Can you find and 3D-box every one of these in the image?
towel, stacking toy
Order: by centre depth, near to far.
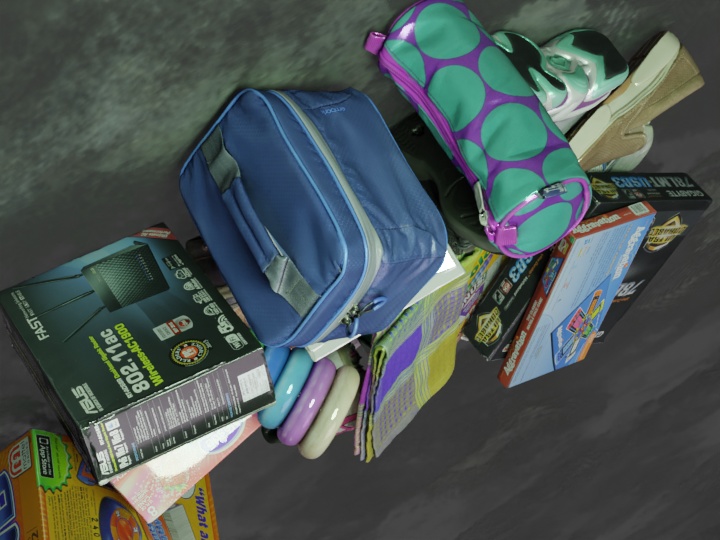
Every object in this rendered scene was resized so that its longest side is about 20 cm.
[{"bbox_3d":[-0.105,0.077,1.572,0.085,0.200,0.085,-61,-174,10],"label":"stacking toy"},{"bbox_3d":[0.049,0.074,1.664,0.144,0.023,0.200,-43,158,-31],"label":"towel"}]

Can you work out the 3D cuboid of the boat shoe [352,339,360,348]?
[{"bbox_3d":[-0.049,0.059,1.780,0.069,0.071,0.200,-16,155,-35],"label":"boat shoe"}]

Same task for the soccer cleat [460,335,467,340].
[{"bbox_3d":[0.087,0.037,1.887,0.200,0.085,0.069,-15,153,-35],"label":"soccer cleat"}]

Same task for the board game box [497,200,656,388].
[{"bbox_3d":[0.198,0.024,1.745,0.103,0.019,0.200,-16,143,-33],"label":"board game box"}]

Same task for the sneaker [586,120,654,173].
[{"bbox_3d":[0.195,-0.085,1.795,0.085,0.077,0.200,-9,140,-34],"label":"sneaker"}]

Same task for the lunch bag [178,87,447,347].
[{"bbox_3d":[-0.041,-0.034,1.415,0.132,0.200,0.136,-5,145,-43],"label":"lunch bag"}]

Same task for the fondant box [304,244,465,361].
[{"bbox_3d":[0.000,0.000,1.607,0.144,0.058,0.200,-31,-168,-1],"label":"fondant box"}]

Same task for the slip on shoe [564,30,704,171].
[{"bbox_3d":[0.224,-0.125,1.659,0.200,0.061,0.076,-47,-171,-20],"label":"slip on shoe"}]

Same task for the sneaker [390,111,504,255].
[{"bbox_3d":[0.101,-0.051,1.532,0.076,0.199,0.114,-40,124,-3],"label":"sneaker"}]

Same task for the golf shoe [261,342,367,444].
[{"bbox_3d":[-0.040,0.124,1.741,0.092,0.073,0.200,-24,167,-17],"label":"golf shoe"}]

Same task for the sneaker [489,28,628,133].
[{"bbox_3d":[0.126,-0.131,1.586,0.200,0.078,0.140,-7,148,-44],"label":"sneaker"}]

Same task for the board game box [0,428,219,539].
[{"bbox_3d":[-0.262,0.289,1.729,0.200,0.200,0.200,16,141,-40],"label":"board game box"}]

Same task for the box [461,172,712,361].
[{"bbox_3d":[0.216,-0.006,1.797,0.200,0.050,0.199,-3,134,-49],"label":"box"}]

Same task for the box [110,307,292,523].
[{"bbox_3d":[-0.145,0.117,1.652,0.200,0.095,0.103,-42,-173,-9],"label":"box"}]

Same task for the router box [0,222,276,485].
[{"bbox_3d":[-0.175,0.059,1.450,0.150,0.200,0.062,-25,130,-16],"label":"router box"}]

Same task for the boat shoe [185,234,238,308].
[{"bbox_3d":[-0.052,-0.037,1.547,0.200,0.073,0.074,-27,-168,-6],"label":"boat shoe"}]

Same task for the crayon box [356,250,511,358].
[{"bbox_3d":[0.080,0.009,1.758,0.200,0.058,0.119,-53,161,-8],"label":"crayon box"}]

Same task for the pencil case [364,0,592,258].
[{"bbox_3d":[0.090,-0.110,1.420,0.092,0.200,0.085,-20,153,-26],"label":"pencil case"}]
